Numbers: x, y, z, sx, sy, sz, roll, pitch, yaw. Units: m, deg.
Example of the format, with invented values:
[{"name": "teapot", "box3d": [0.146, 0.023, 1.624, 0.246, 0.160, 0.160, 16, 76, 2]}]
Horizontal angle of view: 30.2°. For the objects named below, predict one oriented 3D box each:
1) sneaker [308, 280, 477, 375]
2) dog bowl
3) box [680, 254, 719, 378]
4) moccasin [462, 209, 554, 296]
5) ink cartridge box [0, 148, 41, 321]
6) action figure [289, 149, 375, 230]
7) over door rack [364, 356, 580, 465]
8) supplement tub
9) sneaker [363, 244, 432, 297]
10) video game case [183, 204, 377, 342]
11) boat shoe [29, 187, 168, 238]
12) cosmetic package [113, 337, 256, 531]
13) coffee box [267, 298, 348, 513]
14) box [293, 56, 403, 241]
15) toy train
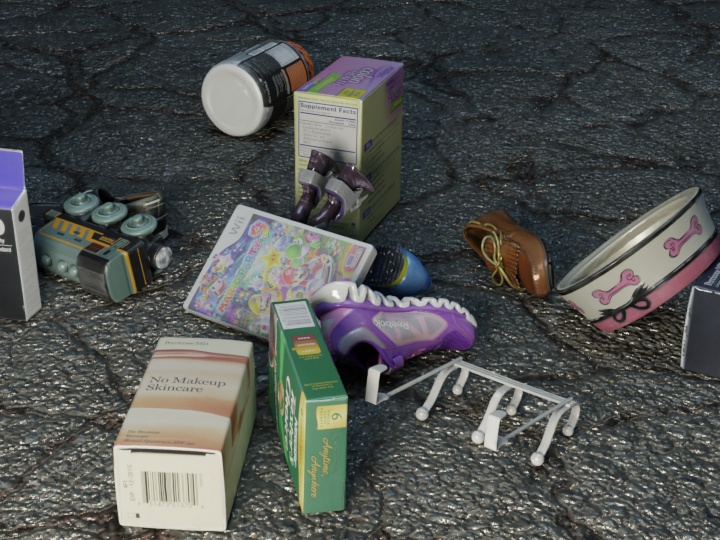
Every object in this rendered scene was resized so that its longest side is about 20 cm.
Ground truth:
[{"name": "sneaker", "box3d": [0.037, 0.074, 1.446, 0.198, 0.080, 0.090, 10, 61, -26]}, {"name": "dog bowl", "box3d": [0.323, -0.007, 1.520, 0.199, 0.074, 0.200, -36, 2, 1]}, {"name": "box", "box3d": [0.468, 0.058, 1.461, 0.198, 0.106, 0.148, 14, 28, 24]}, {"name": "moccasin", "box3d": [0.181, -0.021, 1.650, 0.077, 0.074, 0.202, -15, 31, -12]}, {"name": "ink cartridge box", "box3d": [-0.469, -0.047, 1.516, 0.195, 0.202, 0.043, 6, 27, 11]}, {"name": "action figure", "box3d": [-0.069, -0.042, 1.602, 0.129, 0.069, 0.201, 24, 75, 36]}, {"name": "over door rack", "box3d": [0.108, 0.138, 1.294, 0.146, 0.068, 0.199, 17, 8, 30]}, {"name": "supplement tub", "box3d": [-0.161, -0.303, 2.171, 0.121, 0.124, 0.200, 12, 26, 22]}, {"name": "sneaker", "box3d": [0.000, 0.000, 1.627, 0.198, 0.067, 0.078, 10, -13, 42]}, {"name": "video game case", "box3d": [-0.094, 0.010, 1.529, 0.198, 0.018, 0.144, 17, 71, 31]}, {"name": "boat shoe", "box3d": [-0.351, -0.079, 1.754, 0.197, 0.068, 0.072, 3, 26, 6]}, {"name": "cosmetic package", "box3d": [-0.160, 0.148, 1.252, 0.102, 0.088, 0.201, 1, 25, 2]}, {"name": "coffee box", "box3d": [-0.053, 0.124, 1.271, 0.043, 0.124, 0.200, -3, 27, -13]}, {"name": "box", "box3d": [-0.014, -0.163, 1.791, 0.095, 0.202, 0.176, 10, 27, 17]}, {"name": "toy train", "box3d": [-0.325, -0.029, 1.635, 0.198, 0.086, 0.114, 19, 40, 33]}]
